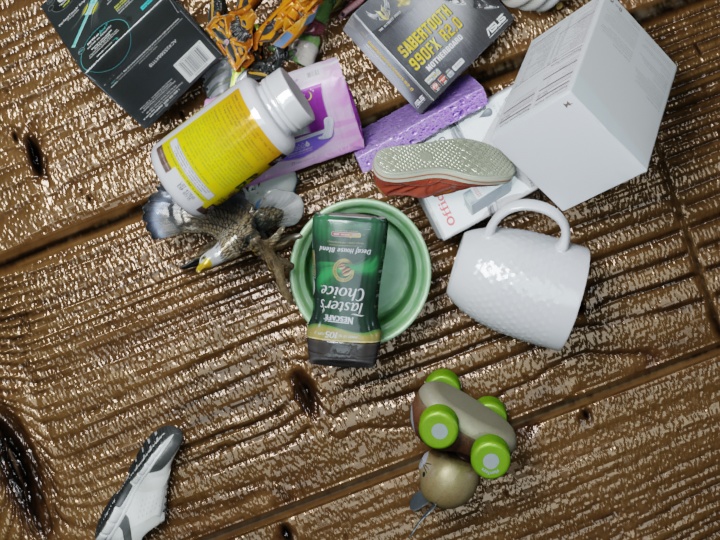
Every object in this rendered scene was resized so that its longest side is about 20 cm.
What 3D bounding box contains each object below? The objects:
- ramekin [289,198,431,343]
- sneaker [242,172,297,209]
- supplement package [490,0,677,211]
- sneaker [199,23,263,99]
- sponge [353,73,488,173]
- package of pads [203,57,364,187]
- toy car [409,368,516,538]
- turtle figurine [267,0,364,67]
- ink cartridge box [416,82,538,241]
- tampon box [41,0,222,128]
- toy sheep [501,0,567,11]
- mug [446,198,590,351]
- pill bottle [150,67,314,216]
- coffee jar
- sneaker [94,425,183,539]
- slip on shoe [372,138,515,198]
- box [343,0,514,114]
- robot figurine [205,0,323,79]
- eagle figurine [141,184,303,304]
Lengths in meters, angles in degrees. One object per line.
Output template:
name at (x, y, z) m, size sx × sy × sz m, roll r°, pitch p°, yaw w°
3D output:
ramekin at (0.000, 0.000, 1.458) m, size 0.195 × 0.098 × 0.205 m, roll 0°, pitch 94°, yaw 1°
sneaker at (-0.185, -0.109, 1.461) m, size 0.196 × 0.073 × 0.073 m, roll -14°, pitch 73°, yaw 2°
supplement package at (0.295, -0.220, 1.356) m, size 0.151 × 0.150 × 0.202 m, roll 39°, pitch 54°, yaw -19°
sneaker at (-0.195, -0.256, 1.464) m, size 0.079 × 0.074 × 0.204 m, roll 14°, pitch 88°, yaw 9°
sponge at (0.078, -0.208, 1.436) m, size 0.197 × 0.112 × 0.030 m, roll -28°, pitch 111°, yaw 2°
package of pads at (-0.102, -0.198, 1.389) m, size 0.196 × 0.076 × 0.122 m, roll -18°, pitch 123°, yaw 2°
toy car at (0.113, 0.272, 1.456) m, size 0.156 × 0.164 × 0.202 m, roll 29°, pitch 106°, yaw -2°
turtle figurine at (-0.081, -0.390, 1.411) m, size 0.143 × 0.199 × 0.197 m, roll 29°, pitch 100°, yaw 29°
ink cartridge box at (0.166, -0.152, 1.455) m, size 0.197 × 0.085 × 0.148 m, roll -28°, pitch 93°, yaw 4°
tampon box at (-0.307, -0.322, 1.378) m, size 0.150 × 0.126 × 0.201 m, roll -42°, pitch 50°, yaw 3°
toy sheep at (0.225, -0.424, 1.406) m, size 0.197 × 0.138 × 0.140 m, roll 22°, pitch 94°, yaw -21°
mug at (0.219, -0.006, 1.420) m, size 0.172 × 0.148 × 0.203 m, roll 16°, pitch 123°, yaw 3°
pill bottle at (-0.157, -0.164, 1.294) m, size 0.198 × 0.109 × 0.110 m, roll -34°, pitch 93°, yaw 11°
coffee jar at (-0.018, 0.027, 1.368) m, size 0.102 × 0.085 × 0.205 m, roll 3°, pitch 94°, yaw 1°
sneaker at (-0.307, 0.318, 1.505) m, size 0.079 × 0.074 × 0.202 m, roll 30°, pitch 98°, yaw -16°
slip on shoe at (0.111, -0.132, 1.389) m, size 0.195 × 0.062 × 0.075 m, roll -4°, pitch 54°, yaw -9°
box at (0.096, -0.338, 1.416) m, size 0.159 × 0.048 × 0.200 m, roll 46°, pitch 64°, yaw -4°
robot figurine at (-0.131, -0.340, 1.349) m, size 0.199 × 0.058 × 0.146 m, roll -37°, pitch 90°, yaw 40°
eagle figurine at (-0.183, -0.048, 1.399) m, size 0.198 × 0.149 × 0.155 m, roll 21°, pitch 109°, yaw 39°
